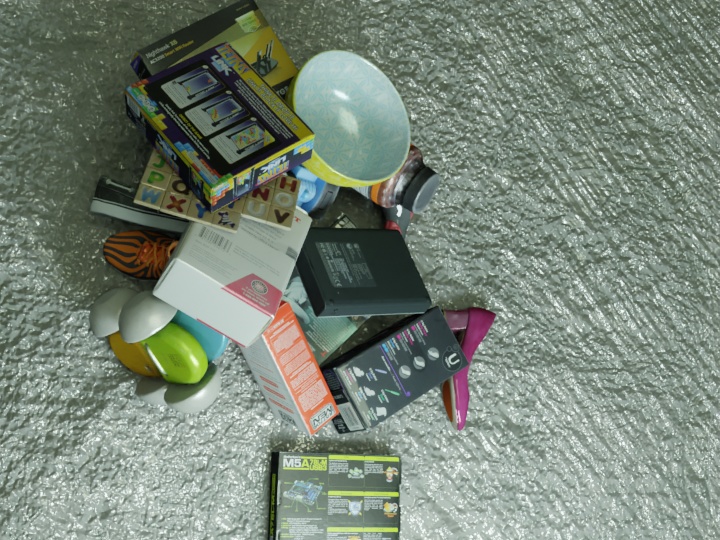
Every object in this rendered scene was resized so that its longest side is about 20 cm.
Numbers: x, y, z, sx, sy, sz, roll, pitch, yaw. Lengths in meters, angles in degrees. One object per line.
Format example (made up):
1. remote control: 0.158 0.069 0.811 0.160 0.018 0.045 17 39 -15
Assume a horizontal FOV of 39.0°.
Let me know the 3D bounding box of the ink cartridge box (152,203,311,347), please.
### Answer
1. ink cartridge box: -0.163 -0.022 1.333 0.146 0.083 0.200 31 42 -12

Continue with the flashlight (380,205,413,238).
1. flashlight: 0.045 -0.051 1.606 0.067 0.068 0.201 17 74 -10

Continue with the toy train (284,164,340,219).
1. toy train: -0.112 -0.135 1.492 0.114 0.200 0.087 32 98 19

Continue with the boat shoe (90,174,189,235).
1. boat shoe: -0.281 -0.091 1.445 0.199 0.074 0.068 14 87 9

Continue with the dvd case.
1. dvd case: -0.046 0.032 1.541 0.200 0.022 0.146 -44 87 -13

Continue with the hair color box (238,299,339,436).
1. hair color box: -0.113 0.130 1.446 0.061 0.101 0.201 -37 121 -26

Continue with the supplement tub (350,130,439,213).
1. supplement tub: 0.022 -0.167 1.556 0.200 0.107 0.107 33 66 17

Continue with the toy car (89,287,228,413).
1. toy car: -0.255 0.087 1.385 0.150 0.200 0.175 -43 116 -30

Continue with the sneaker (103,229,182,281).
1. sneaker: -0.271 -0.024 1.412 0.199 0.112 0.078 11 78 6

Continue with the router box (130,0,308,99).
1. router box: -0.198 -0.276 1.443 0.200 0.052 0.158 -34 94 -25

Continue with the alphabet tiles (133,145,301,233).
1. alphabet tiles: -0.179 -0.115 1.331 0.199 0.008 0.168 17 44 -9

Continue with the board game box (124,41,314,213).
1. board game box: -0.185 -0.191 1.330 0.165 0.057 0.200 -31 66 -26

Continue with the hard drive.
1. hard drive: 0.000 0.000 1.476 0.199 0.033 0.140 0 56 -38

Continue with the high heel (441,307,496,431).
1. high heel: 0.180 0.154 1.622 0.096 0.067 0.201 2 76 -12

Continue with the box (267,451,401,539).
1. box: -0.037 0.367 1.504 0.199 0.047 0.194 5 76 -21

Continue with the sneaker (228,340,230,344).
1. sneaker: -0.207 0.021 1.494 0.099 0.075 0.201 12 74 -2

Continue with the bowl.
1. bowl: -0.038 -0.201 1.451 0.200 0.108 0.201 13 67 -34

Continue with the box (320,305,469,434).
1. box: 0.042 0.151 1.536 0.200 0.122 0.106 -29 92 -25
